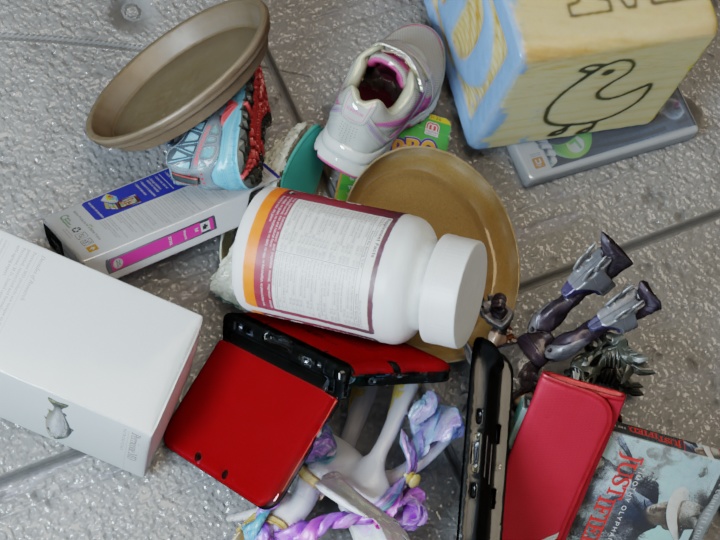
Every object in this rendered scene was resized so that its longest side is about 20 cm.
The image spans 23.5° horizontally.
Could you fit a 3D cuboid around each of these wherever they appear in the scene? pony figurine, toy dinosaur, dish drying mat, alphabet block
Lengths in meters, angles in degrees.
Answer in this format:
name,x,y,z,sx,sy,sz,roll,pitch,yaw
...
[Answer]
name,x,y,z,sx,sy,sz,roll,pitch,yaw
pony figurine,0.002,0.183,1.470,0.192,0.167,0.201,21,63,32
toy dinosaur,0.190,0.117,1.564,0.135,0.102,0.201,-37,98,-9
dish drying mat,0.158,0.179,1.480,0.076,0.202,0.018,15,29,-5
alphabet block,0.190,-0.251,1.637,0.198,0.196,0.199,-10,72,-15

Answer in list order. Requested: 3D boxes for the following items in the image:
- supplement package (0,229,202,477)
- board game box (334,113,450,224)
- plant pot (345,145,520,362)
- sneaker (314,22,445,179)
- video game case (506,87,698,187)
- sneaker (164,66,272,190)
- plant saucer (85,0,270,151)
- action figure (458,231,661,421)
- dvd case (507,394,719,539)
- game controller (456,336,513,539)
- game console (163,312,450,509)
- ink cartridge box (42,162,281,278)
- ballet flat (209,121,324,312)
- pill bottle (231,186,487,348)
name,x,y,z,sx,sy,sz,roll,pitch,yaw
supplement package,-0.246,0.070,1.456,0.198,0.117,0.118,23,63,0
board game box,0.023,-0.065,1.632,0.094,0.030,0.202,16,68,-8
plant pot,0.060,-0.013,1.589,0.198,0.027,0.203,9,74,-30
sneaker,0.032,-0.174,1.613,0.081,0.089,0.201,28,48,3
video game case,0.217,-0.191,1.734,0.198,0.023,0.183,-16,73,-20
sneaker,-0.135,-0.143,1.573,0.094,0.080,0.201,-7,33,7
plant saucer,-0.160,-0.173,1.561,0.200,0.199,0.030,-50,121,-25
action figure,0.163,0.059,1.522,0.200,0.069,0.131,-40,69,11
dvd case,0.211,0.195,1.511,0.198,0.147,0.022,15,29,-8
game controller,0.098,0.159,1.445,0.042,0.104,0.203,0,75,18
game console,-0.047,0.113,1.466,0.171,0.199,0.120,0,102,-34
ink cartridge box,-0.175,-0.053,1.547,0.198,0.037,0.095,-26,37,-20
ballet flat,-0.089,-0.055,1.582,0.071,0.072,0.202,21,63,-4
pill bottle,0.000,0.000,1.460,0.198,0.110,0.110,12,63,18
